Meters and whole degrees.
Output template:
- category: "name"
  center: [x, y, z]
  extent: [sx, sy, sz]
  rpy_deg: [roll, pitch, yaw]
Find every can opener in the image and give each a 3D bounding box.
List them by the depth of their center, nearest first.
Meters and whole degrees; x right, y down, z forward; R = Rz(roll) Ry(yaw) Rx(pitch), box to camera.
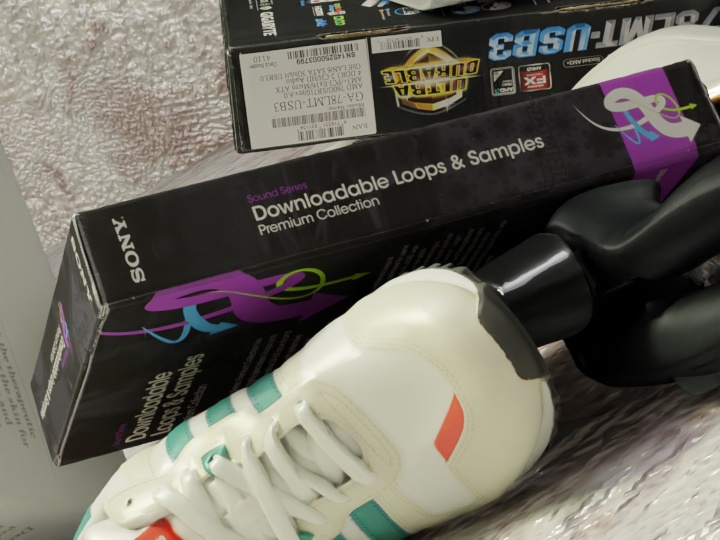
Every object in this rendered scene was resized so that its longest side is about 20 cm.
- category: "can opener"
  center: [0.087, 0.005, 0.648]
  extent: [0.079, 0.063, 0.200]
  rpy_deg: [-36, 5, -18]

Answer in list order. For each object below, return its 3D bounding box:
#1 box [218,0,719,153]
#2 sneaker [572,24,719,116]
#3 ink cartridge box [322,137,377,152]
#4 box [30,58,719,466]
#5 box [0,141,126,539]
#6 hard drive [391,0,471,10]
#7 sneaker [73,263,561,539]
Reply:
- category: "box"
  center: [0.040, -0.107, 1.008]
  extent: [0.198, 0.050, 0.200]
  rpy_deg: [-5, 20, -4]
- category: "sneaker"
  center: [0.109, -0.041, 0.831]
  extent: [0.085, 0.073, 0.200]
  rpy_deg: [-33, 8, -30]
- category: "ink cartridge box"
  center: [-0.024, 0.014, 0.979]
  extent: [0.145, 0.084, 0.200]
  rpy_deg: [-31, 7, -2]
- category: "box"
  center: [0.000, 0.000, 0.760]
  extent: [0.200, 0.036, 0.143]
  rpy_deg: [-16, -18, -19]
- category: "box"
  center: [-0.233, 0.051, 0.973]
  extent: [0.200, 0.199, 0.171]
  rpy_deg: [-30, -18, 19]
- category: "hard drive"
  center: [0.080, -0.146, 1.002]
  extent: [0.200, 0.026, 0.132]
  rpy_deg: [-14, 21, -26]
- category: "sneaker"
  center: [-0.024, 0.068, 0.698]
  extent: [0.093, 0.070, 0.200]
  rpy_deg: [-40, 6, -38]
